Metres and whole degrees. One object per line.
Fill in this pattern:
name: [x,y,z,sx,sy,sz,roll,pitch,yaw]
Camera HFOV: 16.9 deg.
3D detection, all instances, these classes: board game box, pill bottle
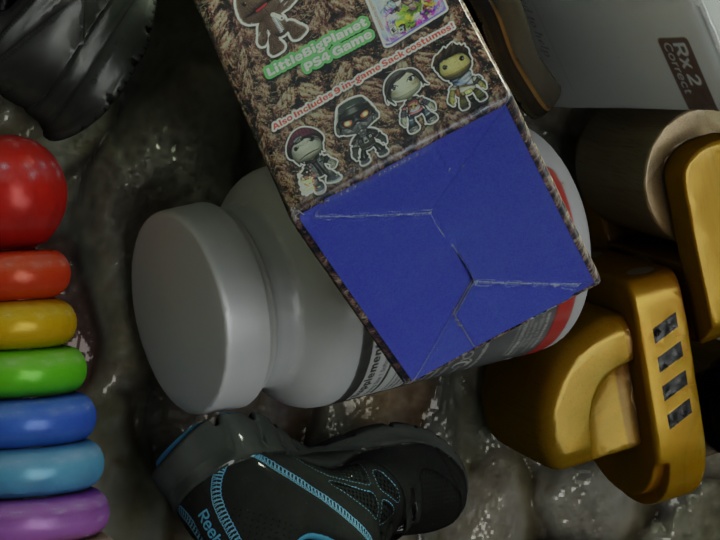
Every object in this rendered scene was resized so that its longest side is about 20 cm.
board game box: [0.003,-0.084,1.017,0.096,0.201,0.160,-27,147,4]
pill bottle: [0.000,0.000,1.149,0.199,0.116,0.117,-12,101,-30]

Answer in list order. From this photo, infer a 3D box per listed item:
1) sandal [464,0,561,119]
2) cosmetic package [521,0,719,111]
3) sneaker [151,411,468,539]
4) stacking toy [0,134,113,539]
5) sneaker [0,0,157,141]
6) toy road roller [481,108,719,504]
sandal: [0.059,-0.154,1.090,0.054,0.082,0.201,-27,125,3]
cosmetic package: [0.171,-0.200,1.207,0.200,0.165,0.166,-36,111,-24]
sneaker: [-0.014,0.120,1.146,0.199,0.073,0.082,6,49,-49]
stacking toy: [-0.154,0.040,1.082,0.085,0.085,0.202,-4,93,-31]
sneaker: [-0.115,-0.162,1.091,0.090,0.076,0.201,32,74,-21]
toy road roller: [0.134,0.021,1.234,0.145,0.123,0.202,-16,104,-19]
